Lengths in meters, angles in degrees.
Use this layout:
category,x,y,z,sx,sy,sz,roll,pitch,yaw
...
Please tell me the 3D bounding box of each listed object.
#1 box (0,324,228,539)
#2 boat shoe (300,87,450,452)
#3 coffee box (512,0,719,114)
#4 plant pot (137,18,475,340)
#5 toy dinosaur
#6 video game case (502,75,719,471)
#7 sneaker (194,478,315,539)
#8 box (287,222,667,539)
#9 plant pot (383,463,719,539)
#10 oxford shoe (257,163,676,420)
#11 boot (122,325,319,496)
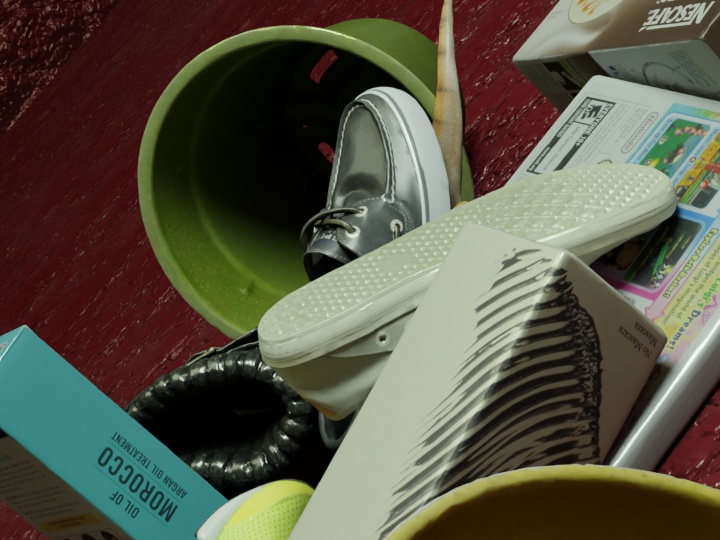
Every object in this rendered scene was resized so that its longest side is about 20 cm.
category,x,y,z,sx,sy,sz,roll,pitch,yaw
box,-0.122,0.115,0.934,0.082,0.200,0.049,-19,32,54
boat shoe,0.000,0.000,0.955,0.070,0.066,0.202,-13,73,49
coffee box,0.177,-0.126,0.954,0.115,0.080,0.200,-50,18,-10
plant pot,-0.010,-0.073,1.144,0.200,0.200,0.190,-38,8,25
toy dinosaur,0.040,-0.034,0.993,0.106,0.060,0.201,38,126,36
video game case,0.111,0.002,0.857,0.200,0.024,0.182,-51,35,-12
sneaker,-0.042,0.178,0.847,0.090,0.078,0.201,-20,37,39
box,0.037,0.088,0.758,0.068,0.082,0.201,18,77,52
plant pot,0.062,0.172,0.471,0.201,0.199,0.143,-71,4,-52
oxford shoe,0.051,0.009,0.844,0.199,0.058,0.075,-25,21,-1
boot,-0.092,0.094,1.034,0.211,0.080,0.158,-39,1,22
